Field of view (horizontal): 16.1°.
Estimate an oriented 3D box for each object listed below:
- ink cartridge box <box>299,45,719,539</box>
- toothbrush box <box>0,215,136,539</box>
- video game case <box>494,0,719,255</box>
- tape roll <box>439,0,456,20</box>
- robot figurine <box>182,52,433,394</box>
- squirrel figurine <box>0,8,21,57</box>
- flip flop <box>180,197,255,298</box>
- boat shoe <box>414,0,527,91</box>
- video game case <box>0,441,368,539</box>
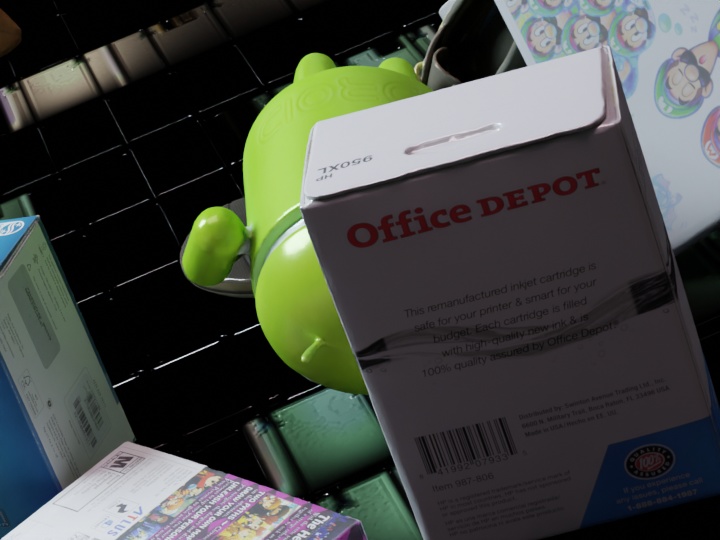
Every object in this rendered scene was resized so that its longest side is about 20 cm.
[{"bbox_3d":[0.072,0.016,1.143,0.145,0.200,0.084,-15,28,10],"label":"ink cartridge box"},{"bbox_3d":[-0.241,0.064,1.328,0.200,0.146,0.085,-8,29,24],"label":"toothbrush box"},{"bbox_3d":[0.162,-0.125,1.292,0.024,0.200,0.182,-14,-16,-48],"label":"video game case"},{"bbox_3d":[0.142,-0.189,1.528,0.203,0.037,0.203,-29,-1,-1],"label":"tape roll"},{"bbox_3d":[0.001,-0.022,1.278,0.175,0.116,0.200,3,43,-10],"label":"robot figurine"},{"bbox_3d":[-0.386,-0.185,1.895,0.187,0.142,0.200,-8,27,35],"label":"squirrel figurine"},{"bbox_3d":[0.000,0.000,1.385,0.200,0.058,0.081,0,40,5],"label":"flip flop"},{"bbox_3d":[0.064,-0.113,1.426,0.202,0.060,0.072,-52,48,27],"label":"boat shoe"},{"bbox_3d":[-0.121,0.164,1.182,0.181,0.036,0.200,12,42,46],"label":"video game case"}]
